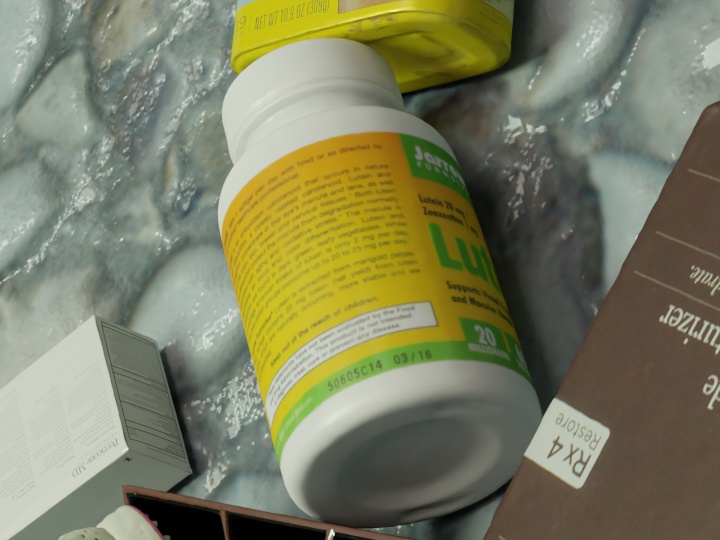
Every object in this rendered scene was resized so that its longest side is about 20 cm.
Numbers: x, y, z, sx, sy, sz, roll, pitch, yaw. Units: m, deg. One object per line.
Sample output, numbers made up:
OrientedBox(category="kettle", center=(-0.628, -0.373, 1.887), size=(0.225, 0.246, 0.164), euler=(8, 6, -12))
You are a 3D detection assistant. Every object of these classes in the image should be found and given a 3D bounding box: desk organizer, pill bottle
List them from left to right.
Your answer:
OrientedBox(category="desk organizer", center=(-0.019, 0.143, 0.953), size=(0.200, 0.077, 0.072), euler=(5, 75, 42))
OrientedBox(category="pill bottle", center=(0.000, 0.000, 0.974), size=(0.111, 0.111, 0.200), euler=(-35, 53, 25))

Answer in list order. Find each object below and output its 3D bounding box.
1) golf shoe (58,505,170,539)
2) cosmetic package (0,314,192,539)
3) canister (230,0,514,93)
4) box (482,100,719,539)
OrientedBox(category="golf shoe", center=(-0.130, 0.198, 0.979), size=(0.075, 0.091, 0.201), euler=(31, 123, 46))
OrientedBox(category="cosmetic package", center=(-0.176, 0.115, 1.120), size=(0.200, 0.051, 0.083), euler=(-37, 49, 24))
OrientedBox(category="canister", center=(0.012, -0.189, 1.065), size=(0.148, 0.086, 0.201), euler=(-10, 67, 39))
OrientedBox(category="box", center=(0.168, 0.078, 0.732), size=(0.200, 0.164, 0.166), euler=(-62, 30, 0))
